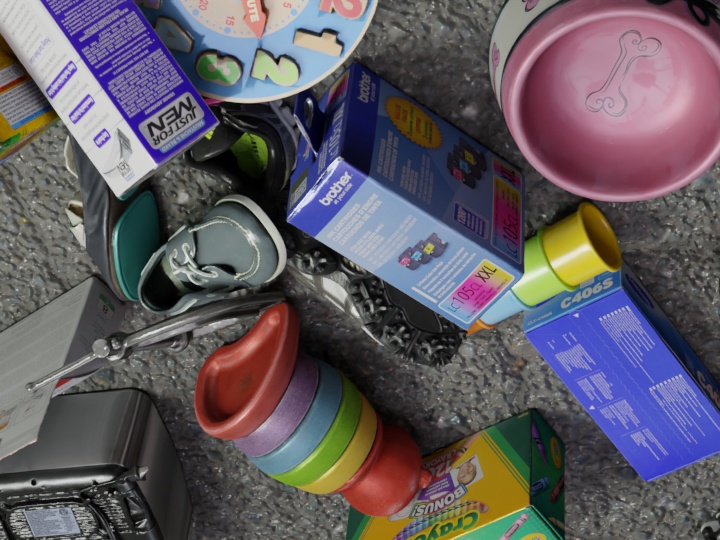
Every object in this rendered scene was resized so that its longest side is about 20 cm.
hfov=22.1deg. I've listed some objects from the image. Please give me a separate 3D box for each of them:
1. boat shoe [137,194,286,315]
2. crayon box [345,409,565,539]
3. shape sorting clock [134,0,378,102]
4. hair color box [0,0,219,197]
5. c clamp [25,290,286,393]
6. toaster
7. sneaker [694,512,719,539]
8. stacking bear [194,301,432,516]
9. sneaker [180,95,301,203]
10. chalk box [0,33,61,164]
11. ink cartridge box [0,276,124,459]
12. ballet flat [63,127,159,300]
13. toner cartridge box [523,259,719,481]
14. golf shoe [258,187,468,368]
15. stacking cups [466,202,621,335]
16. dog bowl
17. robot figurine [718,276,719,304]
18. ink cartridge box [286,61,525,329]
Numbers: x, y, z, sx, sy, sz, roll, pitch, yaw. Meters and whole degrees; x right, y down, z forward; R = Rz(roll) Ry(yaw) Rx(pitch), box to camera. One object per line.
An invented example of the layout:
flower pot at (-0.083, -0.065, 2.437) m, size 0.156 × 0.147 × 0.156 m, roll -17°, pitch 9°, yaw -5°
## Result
boat shoe at (-0.118, -0.004, 1.414) m, size 0.073 × 0.062 × 0.200 m, roll 55°, pitch 154°, yaw -6°
crayon box at (0.081, 0.214, 1.596) m, size 0.200 × 0.119 × 0.058 m, roll -28°, pitch 121°, yaw 25°
shape sorting clock at (-0.083, -0.216, 1.291) m, size 0.199 × 0.039 × 0.201 m, roll 0°, pitch 108°, yaw -1°
hair color box at (-0.193, -0.157, 1.292) m, size 0.200 × 0.065 × 0.109 m, roll 56°, pitch 157°, yaw -5°
c clamp at (-0.150, 0.047, 1.460) m, size 0.170 × 0.200 × 0.027 m, roll -24°, pitch 85°, yaw 19°
toaster at (-0.247, 0.209, 1.628) m, size 0.199 × 0.119 × 0.181 m, roll -7°, pitch 128°, yaw 12°
sneaker at (0.383, 0.215, 1.604) m, size 0.081 × 0.075 × 0.200 m, roll 24°, pitch 131°, yaw -30°
stacking bear at (-0.029, 0.138, 1.560) m, size 0.200 × 0.114 × 0.121 m, roll 36°, pitch 124°, yaw -26°
sneaker at (-0.113, -0.127, 1.365) m, size 0.074 × 0.088 × 0.200 m, roll -26°, pitch 121°, yaw 24°
chalk box at (-0.337, -0.104, 1.364) m, size 0.200 × 0.124 × 0.124 m, roll -33°, pitch 97°, yaw 28°
ink cartridge box at (-0.281, 0.112, 1.501) m, size 0.161 × 0.200 × 0.050 m, roll -29°, pitch 121°, yaw 26°
ballet flat at (-0.199, -0.063, 1.446) m, size 0.073 × 0.073 × 0.200 m, roll 4°, pitch 135°, yaw 3°
toner cartridge box at (0.227, 0.085, 1.526) m, size 0.095 × 0.043 × 0.200 m, roll -27°, pitch 122°, yaw 23°
golf shoe at (0.000, 0.000, 1.460) m, size 0.200 × 0.094 × 0.078 m, roll 40°, pitch 85°, yaw -16°
stacking cups at (0.109, 0.012, 1.474) m, size 0.200 × 0.061 × 0.061 m, roll -26°, pitch 122°, yaw 27°
dog bowl at (0.190, -0.136, 1.334) m, size 0.199 × 0.074 × 0.201 m, roll 3°, pitch 129°, yaw 4°
robot figurine at (0.351, 0.039, 1.467) m, size 0.144 × 0.058 × 0.201 m, roll 3°, pitch 129°, yaw 3°
ink cartridge box at (0.024, -0.064, 1.369) m, size 0.200 × 0.137 × 0.076 m, roll 30°, pitch 124°, yaw -17°
